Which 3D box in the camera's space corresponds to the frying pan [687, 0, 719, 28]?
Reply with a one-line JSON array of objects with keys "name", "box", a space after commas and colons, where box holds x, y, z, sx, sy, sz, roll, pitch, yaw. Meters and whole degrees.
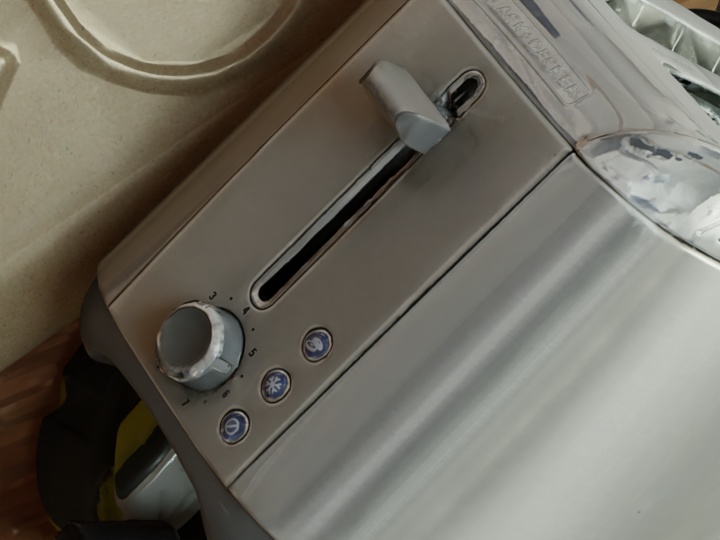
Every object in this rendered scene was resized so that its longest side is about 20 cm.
[{"name": "frying pan", "box": [0.081, -0.048, 0.787, 0.031, 0.115, 0.190, 33, 59, -43]}]

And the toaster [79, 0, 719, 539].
[{"name": "toaster", "box": [0.047, 0.012, 0.650, 0.129, 0.114, 0.200, -48, 142, 17]}]

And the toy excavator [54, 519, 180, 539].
[{"name": "toy excavator", "box": [-0.010, 0.146, 0.649, 0.100, 0.194, 0.200, 3, 57, -24]}]

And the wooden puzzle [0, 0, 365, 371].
[{"name": "wooden puzzle", "box": [-0.096, -0.081, 0.628, 0.185, 0.046, 0.200, -34, 115, -1]}]

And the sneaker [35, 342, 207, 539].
[{"name": "sneaker", "box": [0.000, 0.000, 0.757, 0.200, 0.074, 0.085, -51, 128, -7]}]
